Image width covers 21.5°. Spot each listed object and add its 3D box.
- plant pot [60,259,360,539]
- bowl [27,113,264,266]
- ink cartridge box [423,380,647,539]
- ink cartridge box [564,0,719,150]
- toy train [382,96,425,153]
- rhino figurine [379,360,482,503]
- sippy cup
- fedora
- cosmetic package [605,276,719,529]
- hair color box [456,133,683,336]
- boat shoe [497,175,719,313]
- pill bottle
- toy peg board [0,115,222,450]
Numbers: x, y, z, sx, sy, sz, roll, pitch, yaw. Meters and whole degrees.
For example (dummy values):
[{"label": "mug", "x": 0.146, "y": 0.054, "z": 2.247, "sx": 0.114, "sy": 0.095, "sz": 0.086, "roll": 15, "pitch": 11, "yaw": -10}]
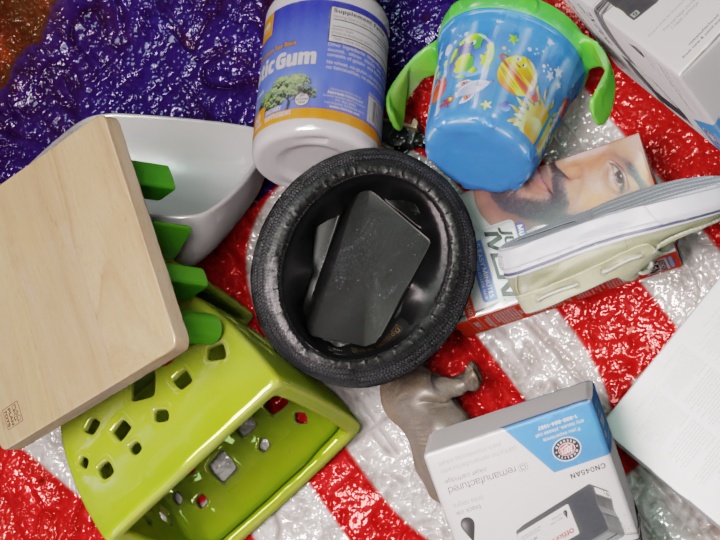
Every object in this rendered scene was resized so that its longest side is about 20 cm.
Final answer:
[{"label": "plant pot", "x": -0.150, "y": 0.116, "z": 1.612, "sx": 0.200, "sy": 0.199, "sz": 0.182, "roll": -43, "pitch": 65, "yaw": 4}, {"label": "bowl", "x": -0.187, "y": -0.065, "z": 1.672, "sx": 0.199, "sy": 0.200, "sz": 0.075, "roll": 5, "pitch": 119, "yaw": 16}, {"label": "ink cartridge box", "x": 0.152, "y": 0.210, "z": 1.528, "sx": 0.144, "sy": 0.084, "sz": 0.201, "roll": -19, "pitch": 95, "yaw": 9}, {"label": "ink cartridge box", "x": 0.259, "y": -0.190, "z": 1.543, "sx": 0.084, "sy": 0.145, "sz": 0.200, "roll": -45, "pitch": 43, "yaw": 4}, {"label": "toy train", "x": 0.023, "y": -0.133, "z": 1.693, "sx": 0.199, "sy": 0.034, "sz": 0.046, "roll": 15, "pitch": 80, "yaw": 17}, {"label": "rhino figurine", "x": 0.064, "y": 0.110, "z": 1.621, "sx": 0.087, "sy": 0.060, "sz": 0.201, "roll": -29, "pitch": 71, "yaw": 6}, {"label": "sippy cup", "x": 0.115, "y": -0.142, "z": 1.595, "sx": 0.139, "sy": 0.178, "sz": 0.131, "roll": 32, "pitch": 56, "yaw": -18}, {"label": "fedora", "x": 0.000, "y": 0.000, "z": 1.591, "sx": 0.199, "sy": 0.092, "sz": 0.202, "roll": 1, "pitch": 84, "yaw": -6}, {"label": "cosmetic package", "x": 0.318, "y": 0.102, "z": 1.556, "sx": 0.151, "sy": 0.052, "sz": 0.200, "roll": 40, "pitch": 91, "yaw": 21}, {"label": "hair color box", "x": 0.162, "y": -0.029, "z": 1.619, "sx": 0.199, "sy": 0.064, "sz": 0.112, "roll": -19, "pitch": 74, "yaw": 10}, {"label": "boat shoe", "x": 0.212, "y": -0.023, "z": 1.546, "sx": 0.199, "sy": 0.072, "sz": 0.062, "roll": -19, "pitch": 101, "yaw": 14}, {"label": "pill bottle", "x": -0.032, "y": -0.178, "z": 1.645, "sx": 0.111, "sy": 0.112, "sz": 0.201, "roll": -4, "pitch": 62, "yaw": 14}, {"label": "toy peg board", "x": -0.215, "y": 0.015, "z": 1.522, "sx": 0.199, "sy": 0.098, "sz": 0.201, "roll": -31, "pitch": 68, "yaw": 29}]
